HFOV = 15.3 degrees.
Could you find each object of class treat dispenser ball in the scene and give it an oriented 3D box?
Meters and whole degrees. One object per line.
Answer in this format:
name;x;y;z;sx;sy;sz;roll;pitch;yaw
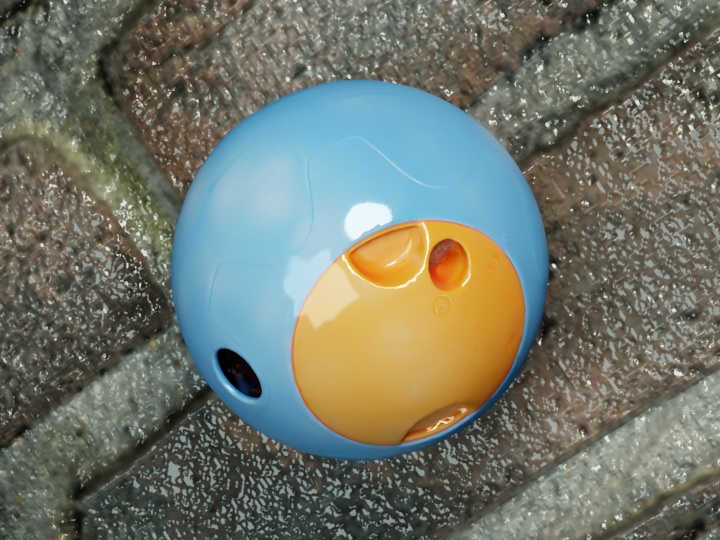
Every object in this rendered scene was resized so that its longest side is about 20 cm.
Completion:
treat dispenser ball;0.000;0.000;1.418;0.200;0.201;0.202;6;105;23
